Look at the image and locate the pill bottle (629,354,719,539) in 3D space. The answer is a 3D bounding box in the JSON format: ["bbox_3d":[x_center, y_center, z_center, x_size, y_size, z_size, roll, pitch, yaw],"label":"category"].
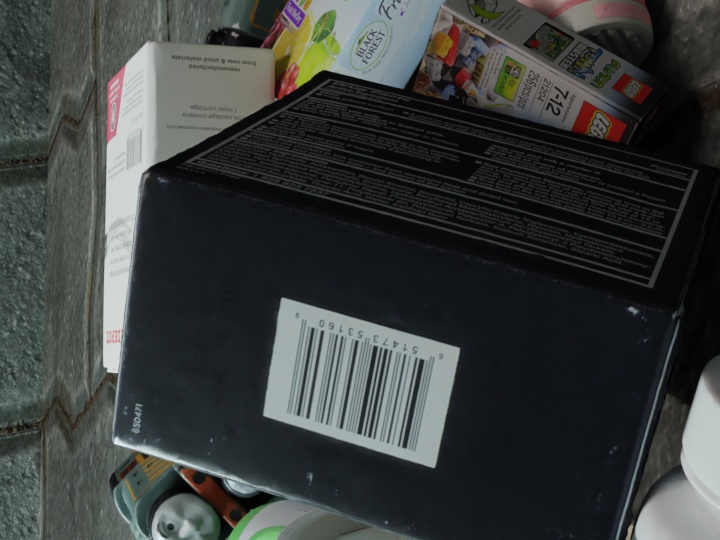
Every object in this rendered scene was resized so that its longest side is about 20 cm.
[{"bbox_3d":[0.143,0.137,0.516,0.114,0.114,0.200,-128,44,-61],"label":"pill bottle"}]

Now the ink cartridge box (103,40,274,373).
[{"bbox_3d":[-0.113,-0.034,0.942,0.145,0.084,0.200,170,101,-70],"label":"ink cartridge box"}]

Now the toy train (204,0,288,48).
[{"bbox_3d":[-0.036,-0.209,1.022,0.085,0.114,0.200,22,94,70],"label":"toy train"}]

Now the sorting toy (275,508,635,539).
[{"bbox_3d":[0.054,0.203,0.681,0.107,0.200,0.180,-94,9,-81],"label":"sorting toy"}]

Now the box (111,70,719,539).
[{"bbox_3d":[0.034,0.012,0.607,0.198,0.200,0.123,-45,-31,-64],"label":"box"}]

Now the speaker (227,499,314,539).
[{"bbox_3d":[0.009,0.182,0.822,0.200,0.088,0.089,3,90,48],"label":"speaker"}]

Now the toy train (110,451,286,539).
[{"bbox_3d":[-0.109,0.139,0.985,0.114,0.085,0.200,-46,12,-8],"label":"toy train"}]

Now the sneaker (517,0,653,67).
[{"bbox_3d":[0.078,-0.119,0.785,0.200,0.075,0.105,-44,51,52],"label":"sneaker"}]

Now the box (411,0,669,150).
[{"bbox_3d":[0.068,-0.039,0.744,0.035,0.110,0.200,-46,-18,-41],"label":"box"}]

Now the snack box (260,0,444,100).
[{"bbox_3d":[0.014,-0.183,0.897,0.200,0.053,0.142,-58,26,12],"label":"snack box"}]

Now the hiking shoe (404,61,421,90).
[{"bbox_3d":[0.015,-0.069,0.954,0.200,0.076,0.101,158,117,-67],"label":"hiking shoe"}]
